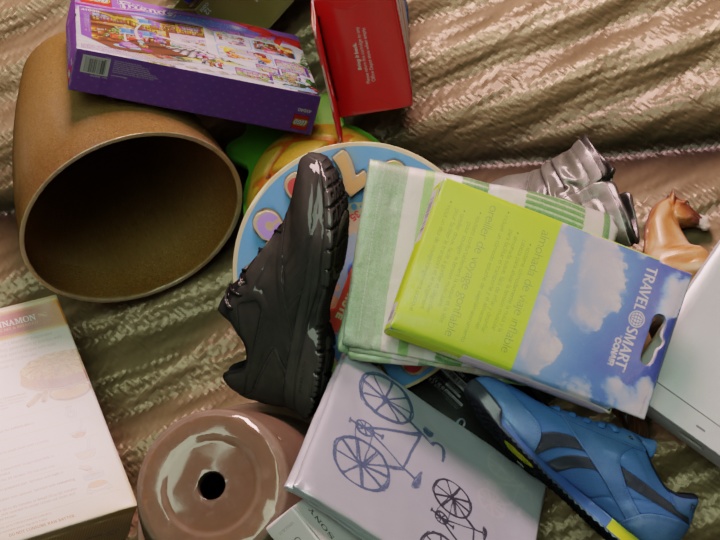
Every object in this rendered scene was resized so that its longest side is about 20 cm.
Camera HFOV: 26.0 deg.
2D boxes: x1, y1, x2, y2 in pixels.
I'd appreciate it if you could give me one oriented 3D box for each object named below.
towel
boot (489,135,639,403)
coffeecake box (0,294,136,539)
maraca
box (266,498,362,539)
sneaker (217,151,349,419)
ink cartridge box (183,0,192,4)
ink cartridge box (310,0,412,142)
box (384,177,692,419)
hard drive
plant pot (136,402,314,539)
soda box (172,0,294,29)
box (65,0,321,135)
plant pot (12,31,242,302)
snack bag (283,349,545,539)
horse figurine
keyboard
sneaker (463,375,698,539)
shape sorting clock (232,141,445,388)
[{"bbox_3d":[0.091,0.008,1.193,0.199,0.023,0.153,10,83,-4],"label":"towel"},{"bbox_3d":[0.163,-0.007,1.242,0.130,0.068,0.201,-22,64,16],"label":"boot"},{"bbox_3d":[-0.288,0.136,1.254,0.153,0.073,0.200,-14,64,-24],"label":"coffeecake box"},{"bbox_3d":[-0.038,-0.073,1.301,0.137,0.107,0.200,-25,58,-1],"label":"maraca"},{"bbox_3d":[0.034,0.201,1.125,0.144,0.200,0.036,51,120,8],"label":"box"},{"bbox_3d":[-0.059,0.009,1.167,0.090,0.076,0.201,10,97,9],"label":"sneaker"},{"bbox_3d":[-0.090,-0.318,1.349,0.197,0.047,0.200,-38,27,12],"label":"ink cartridge box"},{"bbox_3d":[0.002,-0.210,1.295,0.067,0.116,0.200,-9,39,6],"label":"ink cartridge box"},{"bbox_3d":[0.131,0.023,1.159,0.199,0.048,0.122,21,82,-3],"label":"box"},{"bbox_3d":[0.305,0.051,1.195,0.132,0.027,0.200,35,74,7],"label":"hard drive"},{"bbox_3d":[-0.092,0.183,1.176,0.199,0.175,0.201,-4,70,10],"label":"plant pot"},{"bbox_3d":[-0.073,-0.283,1.395,0.200,0.064,0.068,-49,24,-10],"label":"soda box"},{"bbox_3d":[-0.140,-0.172,1.281,0.199,0.039,0.137,10,27,-16],"label":"box"},{"bbox_3d":[-0.220,-0.109,1.322,0.186,0.187,0.200,-28,53,0],"label":"plant pot"},{"bbox_3d":[0.049,0.158,1.131,0.200,0.189,0.021,34,118,-7],"label":"snack bag"},{"bbox_3d":[0.245,0.039,1.233,0.132,0.050,0.200,35,77,13],"label":"horse figurine"},{"bbox_3d":[0.067,0.102,1.254,0.200,0.040,0.104,43,74,14],"label":"keyboard"},{"bbox_3d":[0.168,0.135,1.178,0.200,0.066,0.078,41,84,-3],"label":"sneaker"},{"bbox_3d":[0.000,0.000,1.215,0.199,0.039,0.201,-1,97,-5],"label":"shape sorting clock"}]
